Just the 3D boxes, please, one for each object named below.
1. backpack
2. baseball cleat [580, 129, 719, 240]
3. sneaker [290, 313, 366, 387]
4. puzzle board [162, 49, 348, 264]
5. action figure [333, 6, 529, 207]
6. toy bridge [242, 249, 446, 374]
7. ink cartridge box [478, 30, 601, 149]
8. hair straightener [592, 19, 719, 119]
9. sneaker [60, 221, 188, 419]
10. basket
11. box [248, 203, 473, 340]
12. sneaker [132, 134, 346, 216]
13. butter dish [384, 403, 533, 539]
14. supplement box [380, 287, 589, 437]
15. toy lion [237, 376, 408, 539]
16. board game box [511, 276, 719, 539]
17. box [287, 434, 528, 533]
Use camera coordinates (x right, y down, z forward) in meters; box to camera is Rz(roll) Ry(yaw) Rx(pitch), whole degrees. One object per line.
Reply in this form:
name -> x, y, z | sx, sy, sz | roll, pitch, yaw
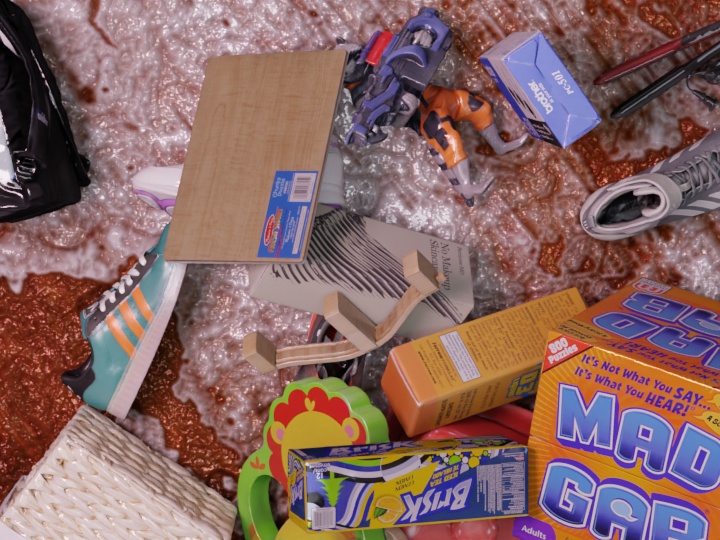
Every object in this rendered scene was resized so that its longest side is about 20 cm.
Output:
backpack -> -0.335, -0.144, 1.648 | 0.126, 0.167, 0.201 | -17, 91, 6
baseball cleat -> 0.301, -0.076, 1.691 | 0.199, 0.106, 0.070 | -27, 92, 0
sneaker -> -0.036, 0.119, 1.720 | 0.077, 0.082, 0.201 | 9, 97, -2
puzzle board -> -0.092, -0.100, 1.632 | 0.150, 0.017, 0.201 | 1, 71, 31
action figure -> 0.041, -0.136, 1.670 | 0.193, 0.200, 0.105 | 39, 139, 1
toy bridge -> -0.007, 0.046, 1.642 | 0.199, 0.027, 0.067 | -26, 133, 23
ink cartridge box -> 0.156, -0.162, 1.630 | 0.044, 0.200, 0.094 | -35, 96, 3
hair straightener -> 0.321, -0.188, 1.717 | 0.199, 0.041, 0.077 | -26, 97, -2
sneaker -> -0.217, 0.038, 1.708 | 0.080, 0.071, 0.201 | 23, 101, -5
basket -> -0.222, 0.233, 1.699 | 0.200, 0.136, 0.124 | 35, 99, -6
box -> 0.000, 0.000, 1.672 | 0.199, 0.083, 0.068 | 14, 136, -20
sneaker -> -0.112, -0.092, 1.709 | 0.199, 0.075, 0.100 | 1, 74, 1
butter dish -> 0.100, 0.223, 1.703 | 0.199, 0.148, 0.200 | 21, 97, -4
supplement box -> 0.123, 0.083, 1.688 | 0.199, 0.067, 0.069 | -20, 61, -20
toy lion -> -0.042, 0.196, 1.684 | 0.199, 0.068, 0.193 | -16, 89, 44
board game box -> 0.279, 0.149, 1.617 | 0.199, 0.200, 0.201 | 19, 113, 27
box -> 0.040, 0.182, 1.577 | 0.199, 0.070, 0.065 | -2, 94, -15
